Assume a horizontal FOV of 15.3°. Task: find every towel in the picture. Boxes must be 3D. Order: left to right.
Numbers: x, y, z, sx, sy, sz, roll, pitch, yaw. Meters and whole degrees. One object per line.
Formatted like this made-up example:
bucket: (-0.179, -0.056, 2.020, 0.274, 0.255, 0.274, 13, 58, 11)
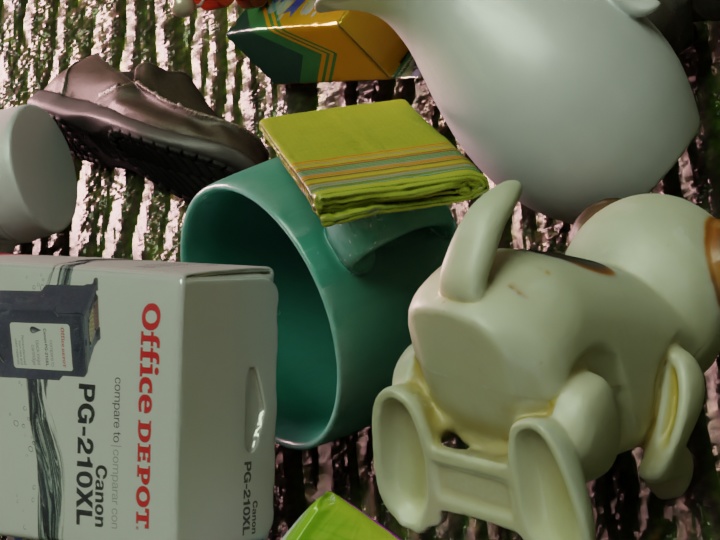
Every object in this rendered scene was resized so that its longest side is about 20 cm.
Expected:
towel: (0.003, -0.057, 1.355, 0.085, 0.018, 0.200, -7, 15, -8)

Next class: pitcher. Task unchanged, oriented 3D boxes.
pitcher: (0.101, -0.134, 1.436, 0.172, 0.200, 0.121, -44, 7, 30)

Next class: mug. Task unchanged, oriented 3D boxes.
mug: (-0.001, 0.009, 1.429, 0.114, 0.153, 0.185, -21, 20, -30)

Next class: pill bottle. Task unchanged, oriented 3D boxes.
pill bottle: (-0.282, -0.041, 1.676, 0.199, 0.111, 0.111, -13, 50, 22)

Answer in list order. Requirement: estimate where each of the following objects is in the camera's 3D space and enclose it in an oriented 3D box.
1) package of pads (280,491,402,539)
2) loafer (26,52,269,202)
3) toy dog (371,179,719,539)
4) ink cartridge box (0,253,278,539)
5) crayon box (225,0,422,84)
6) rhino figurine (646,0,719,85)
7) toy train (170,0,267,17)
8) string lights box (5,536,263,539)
package of pads: (-0.018, 0.226, 1.294, 0.154, 0.068, 0.200, 34, 74, 11)
loafer: (-0.126, -0.098, 1.651, 0.199, 0.073, 0.071, 21, 69, 40)
toy dog: (0.108, 0.031, 1.343, 0.139, 0.195, 0.200, -1, 21, 46)
ink cartridge box: (-0.147, 0.067, 1.401, 0.199, 0.084, 0.146, 3, 93, 33)
crayon box: (0.010, -0.174, 1.590, 0.126, 0.052, 0.200, -52, 22, -15)
rhino figurine: (0.227, -0.183, 1.494, 0.200, 0.088, 0.060, -35, 46, 3)
toy train: (-0.027, -0.203, 1.574, 0.151, 0.056, 0.200, -55, 20, -19)
string lights box: (-0.110, 0.187, 1.427, 0.199, 0.059, 0.103, 10, 63, 36)
